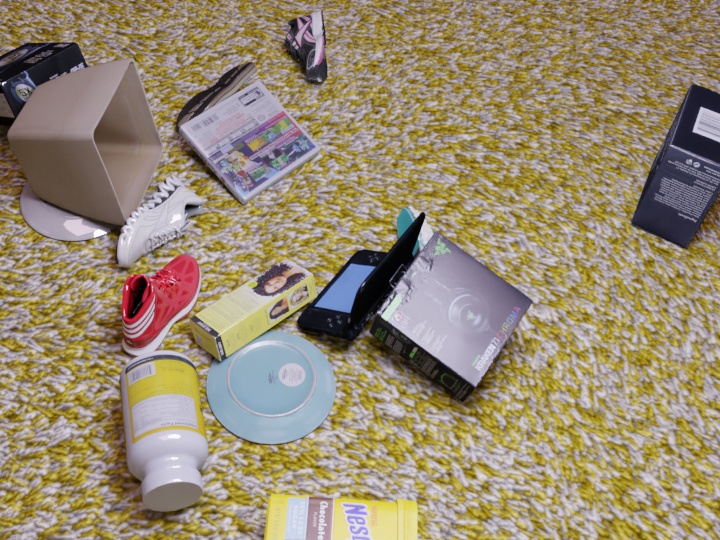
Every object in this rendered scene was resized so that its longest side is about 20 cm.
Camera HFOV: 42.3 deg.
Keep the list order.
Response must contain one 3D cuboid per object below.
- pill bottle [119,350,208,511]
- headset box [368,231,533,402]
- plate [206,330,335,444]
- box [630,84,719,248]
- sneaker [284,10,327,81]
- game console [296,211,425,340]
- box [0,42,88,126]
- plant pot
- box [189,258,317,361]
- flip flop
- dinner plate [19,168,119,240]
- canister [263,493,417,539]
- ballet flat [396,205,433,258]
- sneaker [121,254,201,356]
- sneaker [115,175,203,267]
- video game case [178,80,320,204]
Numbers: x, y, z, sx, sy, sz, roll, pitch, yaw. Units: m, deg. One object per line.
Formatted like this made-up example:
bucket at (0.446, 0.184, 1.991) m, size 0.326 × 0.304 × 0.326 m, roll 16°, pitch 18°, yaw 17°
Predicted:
pill bottle at (-0.269, 0.220, 1.280) m, size 0.110 × 0.113 × 0.202 m, roll -7°, pitch 52°, yaw -13°
headset box at (0.132, 0.066, 1.430) m, size 0.199 × 0.093 × 0.175 m, roll 36°, pitch 68°, yaw 7°
plate at (-0.134, 0.167, 1.401) m, size 0.196 × 0.026 × 0.202 m, roll 4°, pitch 49°, yaw -4°
box at (0.596, -0.189, 1.683) m, size 0.116 × 0.202 × 0.198 m, roll 23°, pitch 50°, yaw 11°
sneaker at (-0.113, -0.451, 1.899) m, size 0.085 × 0.081 × 0.202 m, roll -7°, pitch 42°, yaw 2°
game console at (0.000, 0.000, 1.459) m, size 0.174 × 0.118 × 0.200 m, roll 9°, pitch 43°, yaw 37°
box at (-0.599, -0.334, 1.658) m, size 0.198 × 0.087 × 0.163 m, roll 13°, pitch 42°, yaw 43°
plant pot at (-0.461, -0.214, 1.543) m, size 0.174 × 0.202 × 0.202 m, roll 3°, pitch 48°, yaw 10°
box at (-0.166, 0.058, 1.459) m, size 0.199 × 0.051 × 0.075 m, roll -35°, pitch 43°, yaw -30°
flip flop at (-0.266, -0.321, 1.763) m, size 0.080 × 0.058 × 0.200 m, roll 14°, pitch 53°, yaw 46°
dinner plate at (-0.486, -0.132, 1.603) m, size 0.196 × 0.024 × 0.202 m, roll 4°, pitch 51°, yaw -5°
canister at (-0.028, 0.369, 1.208) m, size 0.196 × 0.087 × 0.150 m, roll 4°, pitch 49°, yaw -2°
ballet flat at (0.113, -0.018, 1.571) m, size 0.071 × 0.072 × 0.202 m, roll -6°, pitch 56°, yaw -13°
sneaker at (-0.303, 0.027, 1.433) m, size 0.077 × 0.116 × 0.202 m, roll 16°, pitch 50°, yaw 6°
sneaker at (-0.335, -0.075, 1.548) m, size 0.080 × 0.076 × 0.201 m, roll 29°, pitch 52°, yaw 5°
video game case at (-0.200, -0.237, 1.699) m, size 0.183 × 0.023 × 0.199 m, roll 47°, pitch 57°, yaw 8°
